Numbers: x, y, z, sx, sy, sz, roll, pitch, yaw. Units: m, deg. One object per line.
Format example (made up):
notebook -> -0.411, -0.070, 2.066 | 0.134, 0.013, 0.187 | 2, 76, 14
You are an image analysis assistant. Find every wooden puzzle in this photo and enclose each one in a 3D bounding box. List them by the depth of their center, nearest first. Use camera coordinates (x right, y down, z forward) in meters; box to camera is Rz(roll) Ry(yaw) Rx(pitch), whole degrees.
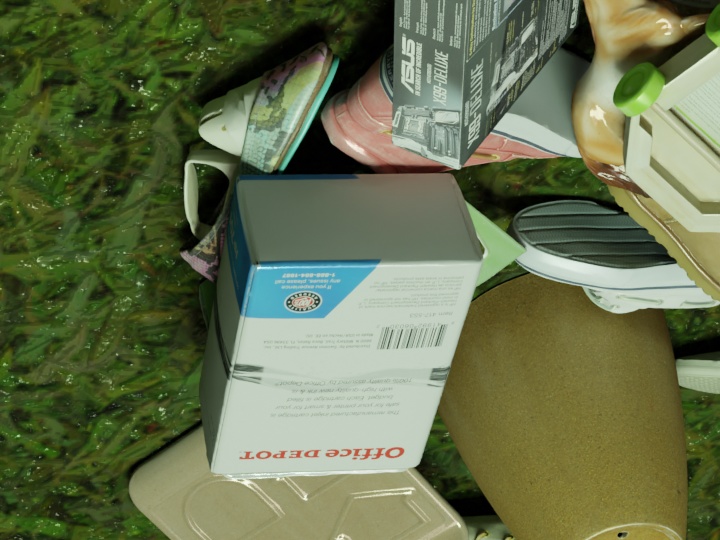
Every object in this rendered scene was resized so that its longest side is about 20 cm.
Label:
wooden puzzle -> -0.045, 0.175, 1.519 | 0.185, 0.046, 0.200 | -34, 112, 18

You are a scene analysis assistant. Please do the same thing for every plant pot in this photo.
plant pot -> 0.157, 0.132, 1.444 | 0.186, 0.200, 0.187 | -7, 136, -7

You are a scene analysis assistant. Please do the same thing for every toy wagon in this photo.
toy wagon -> 0.252, -0.098, 1.178 | 0.200, 0.040, 0.155 | -37, 120, 27

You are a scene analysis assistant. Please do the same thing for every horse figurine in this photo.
horse figurine -> 0.178, -0.115, 1.223 | 0.132, 0.050, 0.200 | 13, 132, -1

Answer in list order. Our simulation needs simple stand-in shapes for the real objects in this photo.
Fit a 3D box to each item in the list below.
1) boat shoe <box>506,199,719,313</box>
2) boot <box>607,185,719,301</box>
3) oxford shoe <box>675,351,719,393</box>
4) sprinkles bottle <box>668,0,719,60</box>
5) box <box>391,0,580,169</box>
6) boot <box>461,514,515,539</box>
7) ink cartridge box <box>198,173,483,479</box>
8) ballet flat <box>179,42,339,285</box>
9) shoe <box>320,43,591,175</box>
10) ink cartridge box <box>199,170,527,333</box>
boat shoe -> 0.187, 0.002, 1.409 | 0.199, 0.074, 0.067 | 6, 132, -21
boot -> 0.279, -0.054, 1.307 | 0.175, 0.066, 0.200 | 34, 145, -21
oxford shoe -> 0.333, 0.062, 1.531 | 0.199, 0.058, 0.075 | -5, 168, 8
sprinkles bottle -> 0.208, -0.199, 1.216 | 0.068, 0.068, 0.200 | -5, 136, -11
box -> 0.077, -0.181, 1.139 | 0.050, 0.158, 0.200 | 23, 140, 21
boot -> 0.100, 0.223, 1.558 | 0.154, 0.072, 0.200 | 2, 174, -14
ink cartridge box -> -0.019, 0.037, 1.289 | 0.146, 0.086, 0.200 | -1, 138, -16
ballet flat -> -0.075, -0.068, 1.280 | 0.071, 0.069, 0.200 | 22, 130, -1
shoe -> 0.074, -0.099, 1.286 | 0.200, 0.072, 0.091 | 7, 156, -37
ink cartridge box -> 0.000, 0.000, 1.364 | 0.200, 0.059, 0.104 | -35, 134, 20
